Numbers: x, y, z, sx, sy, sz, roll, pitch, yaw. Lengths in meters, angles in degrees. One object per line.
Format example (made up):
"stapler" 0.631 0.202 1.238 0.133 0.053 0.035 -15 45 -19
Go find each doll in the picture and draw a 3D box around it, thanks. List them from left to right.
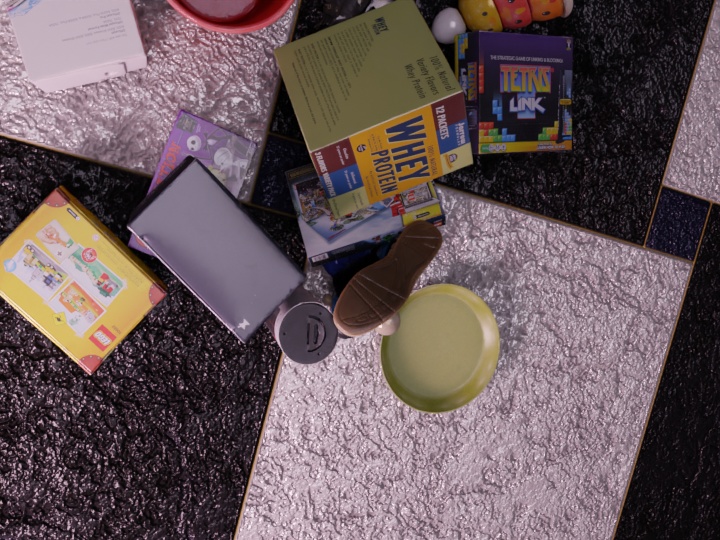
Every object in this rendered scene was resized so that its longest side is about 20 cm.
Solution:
"doll" 0.000 0.000 1.125 0.135 0.048 0.202 -31 68 6

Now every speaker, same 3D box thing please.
"speaker" -0.086 0.067 1.094 0.080 0.200 0.083 -2 98 -13

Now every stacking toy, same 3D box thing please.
"stacking toy" 0.193 -0.387 1.159 0.198 0.146 0.147 -30 105 10

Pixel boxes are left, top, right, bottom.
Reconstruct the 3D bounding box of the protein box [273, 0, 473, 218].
"protein box" 0.016 -0.214 1.050 0.197 0.201 0.136 -21 145 0

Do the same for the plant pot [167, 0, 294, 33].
"plant pot" -0.176 -0.392 1.019 0.196 0.177 0.205 -2 98 -14

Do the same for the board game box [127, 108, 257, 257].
"board game box" -0.233 -0.107 1.123 0.118 0.032 0.203 21 92 -12

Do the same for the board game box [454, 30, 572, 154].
"board game box" 0.226 -0.256 1.171 0.197 0.056 0.169 -9 102 -35

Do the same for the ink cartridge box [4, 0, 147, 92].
"ink cartridge box" -0.359 -0.340 0.994 0.142 0.147 0.204 -17 101 -11

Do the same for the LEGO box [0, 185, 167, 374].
"LEGO box" -0.380 0.011 1.075 0.149 0.077 0.200 -45 106 -4

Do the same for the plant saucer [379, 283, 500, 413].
"plant saucer" 0.120 0.119 1.244 0.196 0.031 0.204 -2 98 -14

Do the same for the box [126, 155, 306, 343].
"box" -0.186 -0.035 1.029 0.117 0.200 0.197 -44 106 -4

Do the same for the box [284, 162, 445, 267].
"box" 0.006 -0.101 1.118 0.196 0.038 0.139 -17 67 0

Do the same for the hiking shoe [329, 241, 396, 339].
"hiking shoe" 0.021 0.013 1.173 0.074 0.087 0.202 31 89 -16

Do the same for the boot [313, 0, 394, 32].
"boot" -0.051 -0.404 1.115 0.200 0.069 0.175 -42 100 -9

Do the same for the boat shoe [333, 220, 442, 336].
"boat shoe" 0.034 0.019 1.049 0.072 0.072 0.201 36 60 8
